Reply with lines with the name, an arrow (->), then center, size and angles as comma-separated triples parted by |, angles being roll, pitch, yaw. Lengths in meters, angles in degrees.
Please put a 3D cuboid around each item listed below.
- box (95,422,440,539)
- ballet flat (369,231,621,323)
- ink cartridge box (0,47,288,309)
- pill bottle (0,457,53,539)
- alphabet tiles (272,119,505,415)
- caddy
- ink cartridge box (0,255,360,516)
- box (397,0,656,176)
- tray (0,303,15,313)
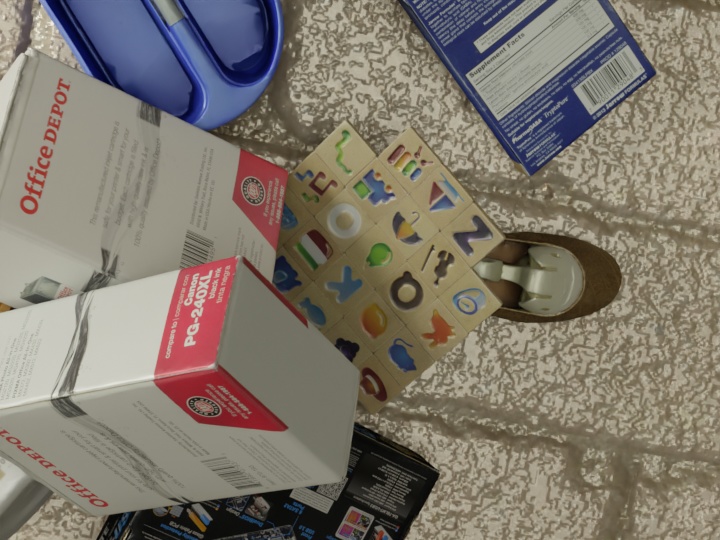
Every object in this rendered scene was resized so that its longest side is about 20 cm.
box -> -0.073, 0.185, 1.203 | 0.199, 0.050, 0.199 | 27, 93, -24
ballet flat -> 0.095, -0.001, 1.215 | 0.199, 0.072, 0.068 | 12, 92, -6
ink cartridge box -> -0.158, -0.033, 1.110 | 0.199, 0.085, 0.146 | 26, 49, -24
pill bottle -> -0.295, 0.089, 1.162 | 0.200, 0.120, 0.120 | 42, 91, 6
alphabet tiles -> 0.000, 0.000, 1.190 | 0.200, 0.006, 0.167 | -42, 88, 26
caddy -> -0.139, -0.189, 1.163 | 0.141, 0.105, 0.201 | -33, 96, -2
ink cartridge box -> -0.123, 0.078, 1.056 | 0.199, 0.145, 0.084 | -12, 52, 29
box -> 0.108, -0.181, 1.200 | 0.121, 0.032, 0.200 | -38, 112, -1
tray -> -0.323, -0.001, 1.122 | 0.199, 0.099, 0.037 | 13, 133, -2
